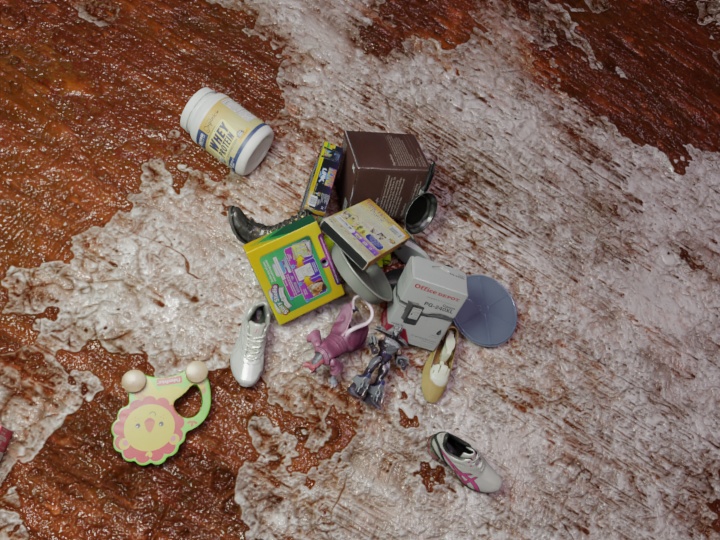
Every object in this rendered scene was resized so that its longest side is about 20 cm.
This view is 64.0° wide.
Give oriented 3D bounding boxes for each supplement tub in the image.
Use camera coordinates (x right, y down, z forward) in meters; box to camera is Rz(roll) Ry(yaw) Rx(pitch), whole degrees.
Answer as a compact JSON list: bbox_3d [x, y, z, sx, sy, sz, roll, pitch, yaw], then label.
[{"bbox_3d":[-0.336,-0.351,1.452,0.200,0.144,0.145,35,61,0],"label":"supplement tub"}]

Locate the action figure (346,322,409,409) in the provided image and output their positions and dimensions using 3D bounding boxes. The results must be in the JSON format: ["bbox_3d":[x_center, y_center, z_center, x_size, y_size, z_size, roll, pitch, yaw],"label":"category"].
[{"bbox_3d":[0.052,0.213,1.345,0.130,0.069,0.201,31,79,-22],"label":"action figure"}]

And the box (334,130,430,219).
[{"bbox_3d":[0.053,-0.247,1.498,0.199,0.166,0.165,-1,47,-18],"label":"box"}]

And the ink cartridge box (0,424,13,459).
[{"bbox_3d":[-0.749,0.364,1.032,0.145,0.085,0.201,17,64,-10],"label":"ink cartridge box"}]

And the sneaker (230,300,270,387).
[{"bbox_3d":[-0.242,0.155,1.281,0.077,0.099,0.201,9,64,-14],"label":"sneaker"}]

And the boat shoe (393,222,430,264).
[{"bbox_3d":[0.112,-0.078,1.496,0.200,0.071,0.064,36,52,-26],"label":"boat shoe"}]

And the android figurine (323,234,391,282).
[{"bbox_3d":[-0.007,-0.064,1.490,0.181,0.041,0.201,3,67,-17],"label":"android figurine"}]

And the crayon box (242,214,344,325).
[{"bbox_3d":[-0.150,0.000,1.317,0.172,0.058,0.201,-25,118,-9],"label":"crayon box"}]

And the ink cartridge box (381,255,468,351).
[{"bbox_3d":[0.150,0.081,1.378,0.144,0.201,0.084,18,37,-9],"label":"ink cartridge box"}]

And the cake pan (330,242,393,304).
[{"bbox_3d":[0.000,0.000,1.360,0.037,0.200,0.201,-38,79,17],"label":"cake pan"}]

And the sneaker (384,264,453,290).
[{"bbox_3d":[0.147,0.013,1.485,0.199,0.079,0.076,-7,69,-19],"label":"sneaker"}]

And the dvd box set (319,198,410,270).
[{"bbox_3d":[0.014,-0.090,1.350,0.146,0.029,0.200,44,37,11],"label":"dvd box set"}]

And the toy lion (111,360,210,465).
[{"bbox_3d":[-0.408,0.297,1.191,0.199,0.069,0.193,-6,76,-21],"label":"toy lion"}]

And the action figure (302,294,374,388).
[{"bbox_3d":[-0.050,0.173,1.318,0.134,0.149,0.200,49,48,0],"label":"action figure"}]

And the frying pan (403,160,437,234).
[{"bbox_3d":[0.145,-0.174,1.444,0.115,0.191,0.031,-36,48,-22],"label":"frying pan"}]

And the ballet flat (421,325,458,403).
[{"bbox_3d":[0.197,0.224,1.415,0.068,0.063,0.201,22,62,-8],"label":"ballet flat"}]

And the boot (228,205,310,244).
[{"bbox_3d":[-0.193,-0.101,1.351,0.200,0.173,0.069,55,21,-27],"label":"boot"}]

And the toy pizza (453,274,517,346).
[{"bbox_3d":[0.323,0.107,1.527,0.199,0.032,0.201,7,66,-16],"label":"toy pizza"}]

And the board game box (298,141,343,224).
[{"bbox_3d":[-0.109,-0.192,1.442,0.056,0.165,0.201,18,62,-9],"label":"board game box"}]

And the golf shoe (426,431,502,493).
[{"bbox_3d":[0.247,0.443,1.318,0.199,0.092,0.073,35,60,-2],"label":"golf shoe"}]
